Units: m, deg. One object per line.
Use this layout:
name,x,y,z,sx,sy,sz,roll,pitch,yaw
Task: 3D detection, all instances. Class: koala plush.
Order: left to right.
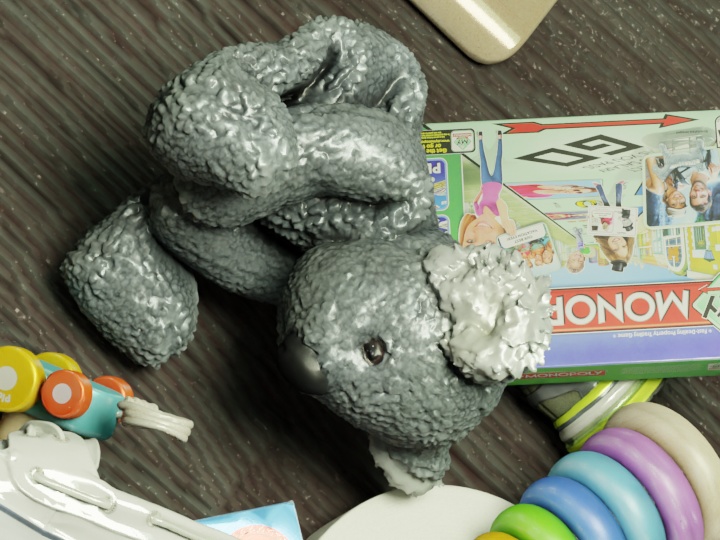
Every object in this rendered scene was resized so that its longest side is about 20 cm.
koala plush,0.000,0.000,1.396,0.183,0.178,0.200,-28,71,-40

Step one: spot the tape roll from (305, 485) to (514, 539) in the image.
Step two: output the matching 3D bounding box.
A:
tape roll,0.041,0.205,1.432,0.202,0.037,0.204,10,67,-25

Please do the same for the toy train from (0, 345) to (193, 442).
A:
toy train,-0.182,0.053,1.319,0.199,0.150,0.056,22,91,-24

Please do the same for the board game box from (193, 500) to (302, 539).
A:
board game box,-0.104,0.219,1.315,0.195,0.056,0.201,-10,75,-18

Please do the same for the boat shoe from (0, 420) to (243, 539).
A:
boat shoe,-0.135,0.099,1.277,0.199,0.074,0.066,30,75,-16

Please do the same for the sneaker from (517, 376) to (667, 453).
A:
sneaker,0.142,0.004,1.545,0.081,0.074,0.200,40,56,-5

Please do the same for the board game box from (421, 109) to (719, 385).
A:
board game box,0.101,-0.011,1.496,0.198,0.029,0.135,-3,69,3

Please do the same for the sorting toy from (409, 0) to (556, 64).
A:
sorting toy,0.058,-0.234,1.616,0.185,0.036,0.200,43,62,-7

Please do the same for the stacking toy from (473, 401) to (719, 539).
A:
stacking toy,0.084,0.143,1.413,0.199,0.085,0.086,-30,87,-30
